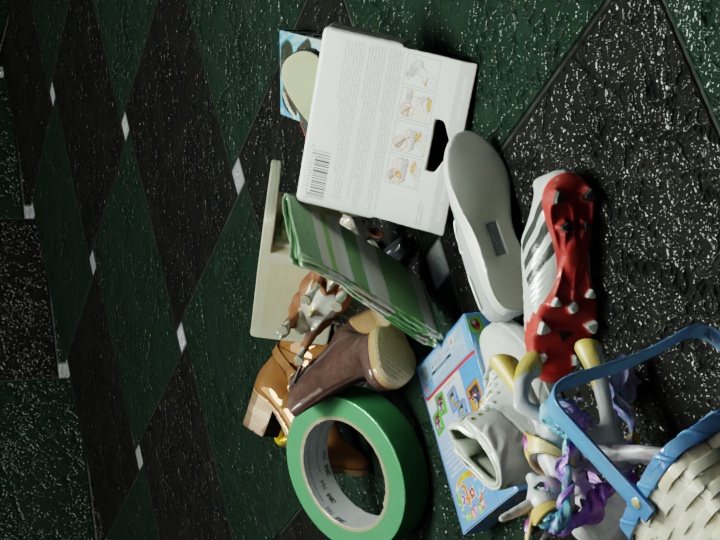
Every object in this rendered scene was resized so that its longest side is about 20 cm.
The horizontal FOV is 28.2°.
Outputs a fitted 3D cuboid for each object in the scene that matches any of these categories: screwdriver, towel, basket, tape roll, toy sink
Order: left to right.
[{"bbox_3d":[-0.074,-0.024,1.843,0.131,0.111,0.201,-89,7,-51],"label":"toy sink"},{"bbox_3d":[-0.006,0.245,1.773,0.200,0.048,0.202,15,113,41],"label":"tape roll"},{"bbox_3d":[-0.003,0.012,1.759,0.200,0.028,0.029,-34,93,42],"label":"screwdriver"},{"bbox_3d":[0.000,0.000,1.598,0.023,0.199,0.153,-51,23,19],"label":"towel"},{"bbox_3d":[0.256,0.137,1.068,0.200,0.176,0.139,57,150,28],"label":"basket"}]

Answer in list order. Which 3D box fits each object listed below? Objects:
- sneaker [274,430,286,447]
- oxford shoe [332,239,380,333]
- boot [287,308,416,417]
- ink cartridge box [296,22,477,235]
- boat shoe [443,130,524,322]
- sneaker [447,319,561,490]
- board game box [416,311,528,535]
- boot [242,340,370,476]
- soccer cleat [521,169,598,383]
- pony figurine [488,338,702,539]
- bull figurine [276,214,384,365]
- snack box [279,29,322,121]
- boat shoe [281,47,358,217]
[{"bbox_3d":[-0.081,0.161,1.981,0.078,0.082,0.201,-141,51,-60],"label":"sneaker"},{"bbox_3d":[-0.005,0.056,1.811,0.075,0.057,0.201,-124,38,-54],"label":"oxford shoe"},{"bbox_3d":[-0.017,0.127,1.699,0.166,0.072,0.200,-40,16,15],"label":"boot"},{"bbox_3d":[0.030,-0.156,1.582,0.045,0.175,0.201,-50,-28,-67],"label":"ink cartridge box"},{"bbox_3d":[0.126,-0.043,1.478,0.201,0.072,0.069,69,154,12],"label":"boat shoe"},{"bbox_3d":[0.135,0.131,1.428,0.074,0.115,0.201,104,151,-42],"label":"sneaker"},{"bbox_3d":[0.125,0.168,1.557,0.151,0.036,0.201,125,135,-57],"label":"board game box"},{"bbox_3d":[-0.052,0.173,1.899,0.199,0.074,0.155,26,95,17],"label":"boot"},{"bbox_3d":[0.183,0.004,1.354,0.085,0.068,0.201,-150,60,-73],"label":"soccer cleat"},{"bbox_3d":[0.203,0.158,1.223,0.167,0.192,0.201,114,162,-45],"label":"pony figurine"},{"bbox_3d":[-0.040,0.021,1.722,0.122,0.065,0.200,-59,-2,-46],"label":"bull figurine"},{"bbox_3d":[-0.055,-0.250,1.879,0.200,0.037,0.117,-151,57,-62],"label":"snack box"},{"bbox_3d":[-0.030,-0.161,1.652,0.063,0.073,0.202,-56,-56,-73],"label":"boat shoe"}]
